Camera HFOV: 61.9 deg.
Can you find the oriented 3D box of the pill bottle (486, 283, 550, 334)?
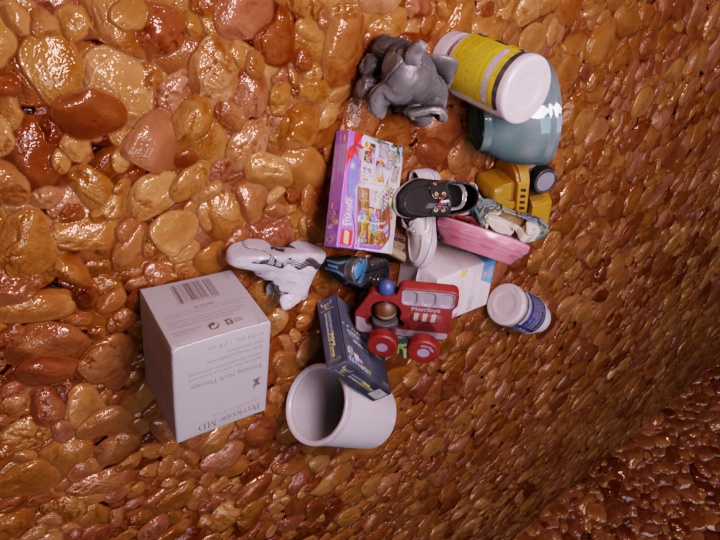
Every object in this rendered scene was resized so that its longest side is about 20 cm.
[{"bbox_3d":[0.434,0.110,1.618,0.199,0.111,0.112,21,105,-46],"label":"pill bottle"}]

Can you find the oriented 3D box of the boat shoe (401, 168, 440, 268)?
[{"bbox_3d":[0.114,-0.103,1.202,0.065,0.072,0.202,-4,109,-36],"label":"boat shoe"}]

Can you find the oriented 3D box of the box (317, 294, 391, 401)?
[{"bbox_3d":[-0.011,0.163,1.248,0.051,0.159,0.200,-25,141,16],"label":"box"}]

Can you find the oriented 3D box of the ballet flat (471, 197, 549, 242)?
[{"bbox_3d":[0.322,-0.091,1.272,0.198,0.074,0.075,15,112,-19],"label":"ballet flat"}]

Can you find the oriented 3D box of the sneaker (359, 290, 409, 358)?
[{"bbox_3d":[0.052,0.116,1.336,0.075,0.076,0.201,-40,119,-7],"label":"sneaker"}]

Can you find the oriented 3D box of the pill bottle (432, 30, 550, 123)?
[{"bbox_3d":[0.218,-0.341,1.037,0.113,0.200,0.115,-22,133,-26],"label":"pill bottle"}]

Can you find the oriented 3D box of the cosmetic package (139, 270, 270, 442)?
[{"bbox_3d":[-0.262,0.138,1.011,0.166,0.166,0.202,-15,130,-32],"label":"cosmetic package"}]

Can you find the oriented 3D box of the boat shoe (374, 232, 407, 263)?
[{"bbox_3d":[0.032,-0.079,1.183,0.199,0.072,0.073,29,75,-45],"label":"boat shoe"}]

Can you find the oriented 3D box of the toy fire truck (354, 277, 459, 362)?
[{"bbox_3d":[0.088,0.081,1.184,0.198,0.113,0.169,7,133,6],"label":"toy fire truck"}]

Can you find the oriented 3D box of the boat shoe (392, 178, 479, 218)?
[{"bbox_3d":[0.145,-0.138,1.140,0.200,0.063,0.075,-11,106,-39],"label":"boat shoe"}]

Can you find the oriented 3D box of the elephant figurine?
[{"bbox_3d":[0.103,-0.305,1.007,0.199,0.156,0.142,14,121,-36],"label":"elephant figurine"}]

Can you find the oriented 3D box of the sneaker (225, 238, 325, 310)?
[{"bbox_3d":[-0.156,0.010,1.073,0.199,0.075,0.116,-2,118,-43],"label":"sneaker"}]

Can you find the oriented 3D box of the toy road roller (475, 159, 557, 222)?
[{"bbox_3d":[0.333,-0.166,1.331,0.145,0.123,0.201,-16,130,-12],"label":"toy road roller"}]

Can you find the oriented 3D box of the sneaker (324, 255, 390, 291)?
[{"bbox_3d":[0.000,0.000,1.209,0.200,0.081,0.074,24,78,-64],"label":"sneaker"}]

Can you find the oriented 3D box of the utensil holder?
[{"bbox_3d":[-0.037,0.307,1.326,0.199,0.170,0.171,27,101,-48],"label":"utensil holder"}]

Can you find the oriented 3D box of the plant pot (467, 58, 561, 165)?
[{"bbox_3d":[0.283,-0.296,1.153,0.133,0.201,0.202,-8,129,-4],"label":"plant pot"}]

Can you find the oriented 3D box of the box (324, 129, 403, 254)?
[{"bbox_3d":[0.008,-0.136,1.074,0.136,0.039,0.202,6,91,-42],"label":"box"}]

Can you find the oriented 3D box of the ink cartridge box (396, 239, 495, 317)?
[{"bbox_3d":[0.177,0.021,1.324,0.198,0.125,0.130,-17,129,-31],"label":"ink cartridge box"}]

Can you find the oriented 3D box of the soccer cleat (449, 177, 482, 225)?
[{"bbox_3d":[0.242,-0.145,1.304,0.199,0.069,0.086,11,117,-39],"label":"soccer cleat"}]

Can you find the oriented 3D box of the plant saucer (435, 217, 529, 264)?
[{"bbox_3d":[0.243,-0.059,1.230,0.199,0.200,0.051,14,97,-45],"label":"plant saucer"}]
